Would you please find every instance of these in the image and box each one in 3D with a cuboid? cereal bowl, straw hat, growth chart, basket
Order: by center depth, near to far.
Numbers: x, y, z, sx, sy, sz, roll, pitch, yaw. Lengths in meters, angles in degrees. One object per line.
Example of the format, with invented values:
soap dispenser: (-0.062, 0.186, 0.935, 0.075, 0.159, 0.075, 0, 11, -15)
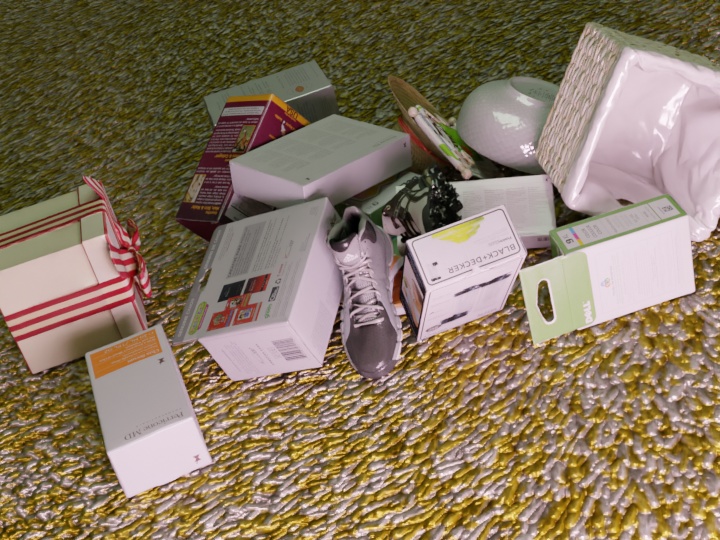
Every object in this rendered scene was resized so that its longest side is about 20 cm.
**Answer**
basket: (0.340, -0.168, 1.314, 0.196, 0.202, 0.161, 12, 22, -15)
growth chart: (0.128, -0.171, 1.480, 0.018, 0.145, 0.200, -45, -15, 18)
cereal bowl: (0.234, -0.210, 1.502, 0.197, 0.084, 0.201, 11, 28, -6)
straw hat: (0.082, -0.173, 1.544, 0.085, 0.200, 0.202, -43, 27, 20)

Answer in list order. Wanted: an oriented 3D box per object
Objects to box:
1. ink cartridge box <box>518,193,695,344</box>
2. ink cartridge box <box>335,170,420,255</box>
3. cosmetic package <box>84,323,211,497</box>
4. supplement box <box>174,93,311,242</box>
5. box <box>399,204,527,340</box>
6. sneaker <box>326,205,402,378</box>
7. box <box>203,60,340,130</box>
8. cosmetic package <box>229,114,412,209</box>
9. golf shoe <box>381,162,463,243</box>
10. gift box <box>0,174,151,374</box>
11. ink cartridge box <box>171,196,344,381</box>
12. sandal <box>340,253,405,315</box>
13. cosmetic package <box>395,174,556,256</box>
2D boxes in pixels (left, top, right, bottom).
ink cartridge box: (0.270, -0.002, 1.229, 0.198, 0.105, 0.059, -18, 32, -3)
ink cartridge box: (0.027, -0.090, 1.488, 0.103, 0.060, 0.199, -32, 36, -25)
cosmetic package: (-0.245, 0.154, 1.247, 0.100, 0.072, 0.200, -22, 34, -10)
supplement box: (-0.164, -0.139, 1.536, 0.110, 0.085, 0.202, 6, 70, 48)
box: (0.108, 0.007, 1.205, 0.115, 0.200, 0.061, -20, 73, -6)
sneaker: (-0.006, 0.016, 1.256, 0.074, 0.116, 0.202, -14, 58, 16)
box: (-0.141, -0.248, 1.775, 0.198, 0.098, 0.125, -19, 33, -6)
cosmetic package: (-0.051, -0.143, 1.460, 0.199, 0.052, 0.150, -29, 34, -36)
golf shoe: (0.071, -0.057, 1.281, 0.094, 0.078, 0.200, -30, 13, 12)
gift box: (-0.375, -0.004, 1.427, 0.185, 0.202, 0.185, -18, 38, -7)
ink cartridge box: (-0.114, 0.025, 1.324, 0.174, 0.084, 0.201, -11, 43, 29)
sandal: (-0.003, 0.005, 1.366, 0.204, 0.060, 0.079, 5, 40, 22)
cosmetic package: (0.145, -0.068, 1.382, 0.197, 0.051, 0.084, -3, 73, 8)
